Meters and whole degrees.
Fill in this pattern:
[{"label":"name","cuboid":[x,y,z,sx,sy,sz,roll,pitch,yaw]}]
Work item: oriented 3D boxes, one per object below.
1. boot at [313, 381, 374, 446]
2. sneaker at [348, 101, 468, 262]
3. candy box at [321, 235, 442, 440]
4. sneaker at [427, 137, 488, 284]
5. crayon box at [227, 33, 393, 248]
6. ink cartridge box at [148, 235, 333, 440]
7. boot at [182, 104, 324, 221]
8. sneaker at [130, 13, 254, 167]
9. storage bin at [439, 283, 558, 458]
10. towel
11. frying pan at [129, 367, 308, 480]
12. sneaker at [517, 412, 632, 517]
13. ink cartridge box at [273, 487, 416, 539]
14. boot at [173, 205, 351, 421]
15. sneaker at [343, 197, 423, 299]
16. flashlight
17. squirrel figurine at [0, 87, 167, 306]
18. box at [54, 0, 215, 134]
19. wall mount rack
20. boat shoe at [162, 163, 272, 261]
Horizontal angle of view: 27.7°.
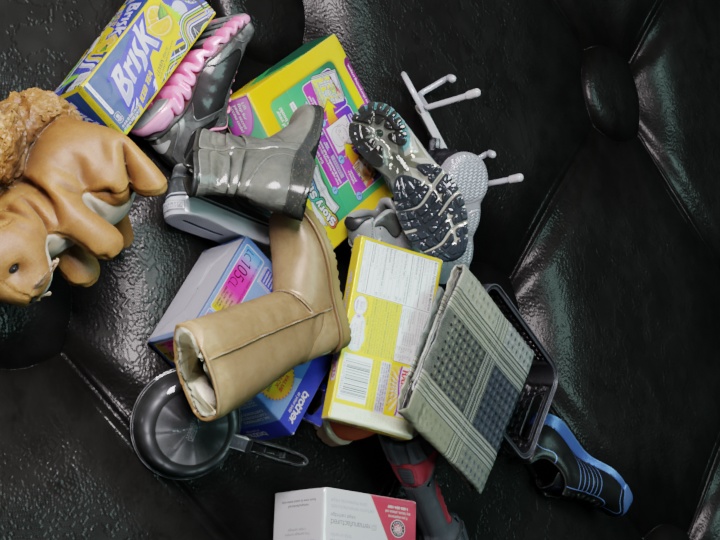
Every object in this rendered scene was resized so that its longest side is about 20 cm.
[{"label":"boot","cuboid":[0.023,0.099,1.637,0.075,0.107,0.201,35,54,-33]},{"label":"sneaker","cuboid":[0.067,-0.100,1.639,0.200,0.077,0.086,61,12,11]},{"label":"candy box","cuboid":[0.024,0.072,1.559,0.102,0.026,0.201,18,74,-25]},{"label":"sneaker","cuboid":[0.087,-0.061,1.768,0.075,0.114,0.201,6,110,-29]},{"label":"crayon box","cuboid":[-0.051,-0.141,1.657,0.173,0.058,0.200,-42,111,-42]},{"label":"ink cartridge box","cuboid":[-0.107,0.084,1.527,0.200,0.076,0.137,50,49,-27]},{"label":"boot","cuboid":[-0.109,-0.128,1.499,0.130,0.068,0.200,14,32,-4]},{"label":"sneaker","cuboid":[-0.166,-0.189,1.546,0.095,0.079,0.200,53,55,-31]},{"label":"storage bin","cuboid":[0.140,0.119,1.732,0.200,0.094,0.136,52,51,-40]},{"label":"towel","cuboid":[0.114,0.118,1.604,0.200,0.034,0.193,50,55,-43]},{"label":"frying pan","cuboid":[-0.146,0.178,1.458,0.115,0.031,0.190,-48,111,-10]},{"label":"sneaker","cuboid":[0.272,0.270,1.884,0.200,0.070,0.078,43,55,-22]},{"label":"ink cartridge box","cuboid":[-0.017,0.339,1.545,0.145,0.083,0.201,17,67,-43]},{"label":"boot","cuboid":[-0.104,0.034,1.442,0.200,0.066,0.176,-22,92,-45]},{"label":"sneaker","cuboid":[0.000,0.000,1.612,0.116,0.075,0.200,62,39,-40]},{"label":"flashlight","cuboid":[0.078,0.248,1.655,0.068,0.068,0.200,-25,124,-5]},{"label":"squirrel figurine","cuboid":[-0.308,-0.065,1.337,0.200,0.141,0.187,51,57,-5]},{"label":"box","cuboid":[-0.231,-0.218,1.485,0.070,0.064,0.200,49,50,-25]},{"label":"wall mount rack","cuboid":[0.127,-0.165,1.787,0.200,0.074,0.174,60,4,-16]},{"label":"boat shoe","cuboid":[-0.120,-0.060,1.546,0.200,0.072,0.071,25,65,-45]}]
